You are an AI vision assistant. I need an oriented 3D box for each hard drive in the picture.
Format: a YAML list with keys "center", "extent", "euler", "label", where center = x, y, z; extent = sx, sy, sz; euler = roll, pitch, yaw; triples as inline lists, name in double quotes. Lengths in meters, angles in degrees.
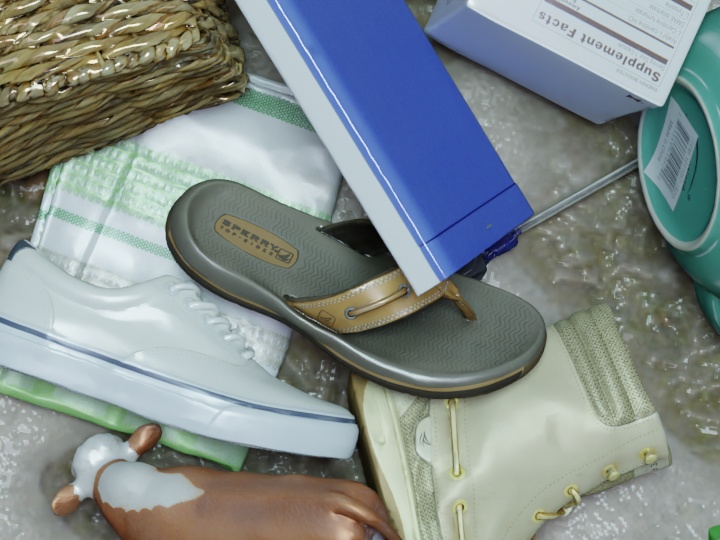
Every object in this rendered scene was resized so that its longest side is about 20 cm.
- center: [0.006, -0.094, 0.953]
  extent: [0.025, 0.132, 0.201]
  euler: [-31, 90, 27]
  label: "hard drive"

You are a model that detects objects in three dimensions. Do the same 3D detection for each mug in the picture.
- center: [0.209, -0.043, 0.969]
  extent: [0.114, 0.152, 0.187]
  euler: [-7, 89, -18]
  label: "mug"

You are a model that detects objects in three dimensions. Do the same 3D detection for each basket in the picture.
- center: [-0.172, -0.131, 0.934]
  extent: [0.199, 0.143, 0.150]
  euler: [-20, 82, 7]
  label: "basket"

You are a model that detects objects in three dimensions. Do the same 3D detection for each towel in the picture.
- center: [-0.097, -0.013, 1.009]
  extent: [0.148, 0.031, 0.201]
  euler: [18, 85, -3]
  label: "towel"

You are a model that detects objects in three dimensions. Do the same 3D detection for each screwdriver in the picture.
- center: [0.095, -0.028, 1.033]
  extent: [0.199, 0.029, 0.028]
  euler: [-30, 89, -11]
  label: "screwdriver"

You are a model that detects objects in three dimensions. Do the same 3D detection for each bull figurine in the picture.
- center: [-0.059, 0.135, 0.954]
  extent: [0.065, 0.199, 0.122]
  euler: [-57, 133, -31]
  label: "bull figurine"

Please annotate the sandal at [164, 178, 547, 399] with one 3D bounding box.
- center: [0.000, 0.000, 0.965]
  extent: [0.199, 0.055, 0.082]
  euler: [27, 48, 3]
  label: "sandal"

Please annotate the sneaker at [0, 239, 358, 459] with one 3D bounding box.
- center: [-0.091, 0.039, 0.962]
  extent: [0.199, 0.073, 0.071]
  euler: [19, 86, -7]
  label: "sneaker"

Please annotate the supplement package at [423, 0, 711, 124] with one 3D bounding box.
- center: [0.129, -0.189, 0.973]
  extent: [0.109, 0.114, 0.201]
  euler: [26, 85, -8]
  label: "supplement package"

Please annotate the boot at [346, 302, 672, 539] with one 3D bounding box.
- center: [0.090, 0.128, 0.997]
  extent: [0.154, 0.073, 0.201]
  euler: [-16, 83, -6]
  label: "boot"

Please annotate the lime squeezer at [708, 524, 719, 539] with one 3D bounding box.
- center: [0.189, 0.198, 1.006]
  extent: [0.038, 0.071, 0.201]
  euler: [-25, 119, -22]
  label: "lime squeezer"
